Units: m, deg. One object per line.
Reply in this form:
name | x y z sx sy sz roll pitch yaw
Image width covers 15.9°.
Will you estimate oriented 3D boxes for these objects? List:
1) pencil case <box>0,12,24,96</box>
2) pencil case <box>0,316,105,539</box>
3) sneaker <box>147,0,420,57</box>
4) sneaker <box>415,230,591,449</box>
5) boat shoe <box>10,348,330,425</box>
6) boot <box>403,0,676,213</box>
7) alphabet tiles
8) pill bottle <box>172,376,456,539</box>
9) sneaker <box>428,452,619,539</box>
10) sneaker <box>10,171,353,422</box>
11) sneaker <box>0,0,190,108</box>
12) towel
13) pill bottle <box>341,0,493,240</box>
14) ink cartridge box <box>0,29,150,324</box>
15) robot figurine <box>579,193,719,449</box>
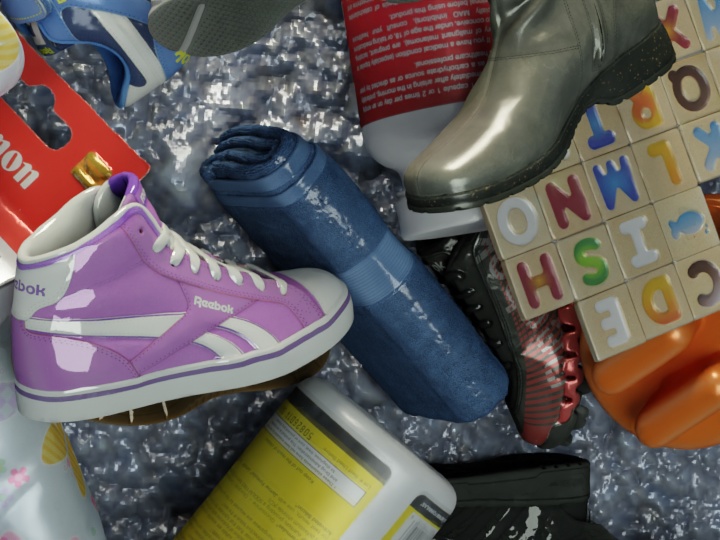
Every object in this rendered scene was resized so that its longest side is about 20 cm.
pencil case | -0.256 -0.065 1.287 0.083 0.091 0.200 45 68 -12
pencil case | -0.201 0.113 1.404 0.090 0.083 0.201 -21 108 3
sneaker | -0.018 -0.176 1.323 0.199 0.081 0.071 -13 146 6
sneaker | 0.081 0.009 1.485 0.097 0.071 0.202 -10 103 -16
boat shoe | -0.111 0.042 1.405 0.199 0.065 0.073 -8 97 -38
boot | 0.074 -0.125 1.283 0.200 0.067 0.131 -39 120 -35
alphabet tiles | 0.149 -0.051 1.368 0.199 0.008 0.168 -20 90 -28
pill bottle | -0.047 0.166 1.414 0.112 0.112 0.200 40 88 -21
sneaker | 0.076 0.165 1.524 0.198 0.060 0.105 -3 98 -20
sneaker | -0.087 0.002 1.323 0.199 0.072 0.115 -15 111 -36
sneaker | -0.167 -0.164 1.367 0.200 0.074 0.082 37 92 -20
towel | 0.000 0.000 1.435 0.049 0.111 0.200 -46 111 -16
pill bottle | 0.049 -0.122 1.397 0.111 0.112 0.202 -8 86 -16
ink cartridge box | -0.233 -0.038 1.337 0.200 0.050 0.161 -45 66 -1
robot figurine | 0.194 0.028 1.469 0.143 0.200 0.117 16 117 14
